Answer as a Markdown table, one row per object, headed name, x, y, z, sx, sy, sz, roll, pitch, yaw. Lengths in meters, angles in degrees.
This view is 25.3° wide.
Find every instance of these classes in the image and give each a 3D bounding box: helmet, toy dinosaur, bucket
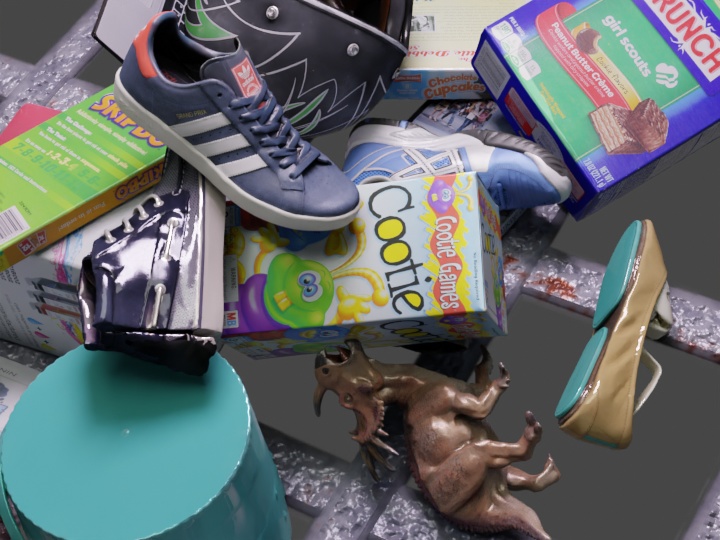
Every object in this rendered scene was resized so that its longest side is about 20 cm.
| name | x | y | z | sx | sy | sz | roll | pitch | yaw |
| --- | --- | --- | --- | --- | --- | --- | --- | --- | --- |
| helmet | -0.053 | -0.204 | 1.337 | 0.199 | 0.200 | 0.192 | 2 | 67 | 10 |
| toy dinosaur | 0.060 | 0.131 | 1.164 | 0.135 | 0.086 | 0.201 | -30 | 69 | -1 |
| bucket | -0.154 | 0.152 | 1.140 | 0.206 | 0.135 | 0.208 | -5 | 49 | 5 |

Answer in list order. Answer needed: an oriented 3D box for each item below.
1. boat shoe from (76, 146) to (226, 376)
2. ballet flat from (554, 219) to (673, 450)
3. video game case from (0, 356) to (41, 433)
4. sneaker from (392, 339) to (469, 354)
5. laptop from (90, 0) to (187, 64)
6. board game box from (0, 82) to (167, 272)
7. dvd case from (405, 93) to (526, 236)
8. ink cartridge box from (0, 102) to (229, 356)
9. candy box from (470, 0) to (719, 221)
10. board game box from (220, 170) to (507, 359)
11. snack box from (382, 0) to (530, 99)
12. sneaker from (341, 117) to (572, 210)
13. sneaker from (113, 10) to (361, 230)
| name | x | y | z | sx | sy | sz | roll | pitch | yaw |
| --- | --- | --- | --- | --- | --- | --- | --- | --- | --- |
| boat shoe | -0.147 | -0.025 | 1.124 | 0.092 | 0.075 | 0.201 | 9 | 53 | -20 |
| ballet flat | 0.203 | 0.052 | 1.224 | 0.063 | 0.069 | 0.201 | 29 | 59 | -5 |
| video game case | -0.342 | 0.103 | 1.209 | 0.181 | 0.024 | 0.200 | 20 | 26 | 14 |
| sneaker | 0.001 | 0.002 | 1.270 | 0.199 | 0.075 | 0.107 | 6 | 74 | 24 |
| laptop | -0.116 | -0.237 | 1.466 | 0.116 | 0.200 | 0.188 | -23 | 41 | 36 |
| board game box | -0.215 | -0.080 | 1.219 | 0.199 | 0.030 | 0.096 | -33 | 55 | -13 |
| dvd case | 0.073 | -0.073 | 1.362 | 0.142 | 0.018 | 0.200 | 29 | 62 | 29 |
| ink cartridge box | -0.198 | -0.017 | 1.277 | 0.199 | 0.146 | 0.145 | 14 | 55 | 20 |
| candy box | 0.221 | -0.166 | 1.337 | 0.199 | 0.077 | 0.170 | -31 | 80 | -16 |
| board game box | 0.000 | 0.000 | 1.184 | 0.199 | 0.105 | 0.104 | -6 | 76 | 13 |
| snack box | 0.117 | -0.203 | 1.430 | 0.199 | 0.037 | 0.117 | 0 | 47 | 1 |
| sneaker | 0.075 | -0.069 | 1.307 | 0.199 | 0.076 | 0.077 | 6 | 59 | 26 |
| sneaker | -0.079 | -0.106 | 1.110 | 0.199 | 0.085 | 0.075 | 32 | 39 | 5 |
